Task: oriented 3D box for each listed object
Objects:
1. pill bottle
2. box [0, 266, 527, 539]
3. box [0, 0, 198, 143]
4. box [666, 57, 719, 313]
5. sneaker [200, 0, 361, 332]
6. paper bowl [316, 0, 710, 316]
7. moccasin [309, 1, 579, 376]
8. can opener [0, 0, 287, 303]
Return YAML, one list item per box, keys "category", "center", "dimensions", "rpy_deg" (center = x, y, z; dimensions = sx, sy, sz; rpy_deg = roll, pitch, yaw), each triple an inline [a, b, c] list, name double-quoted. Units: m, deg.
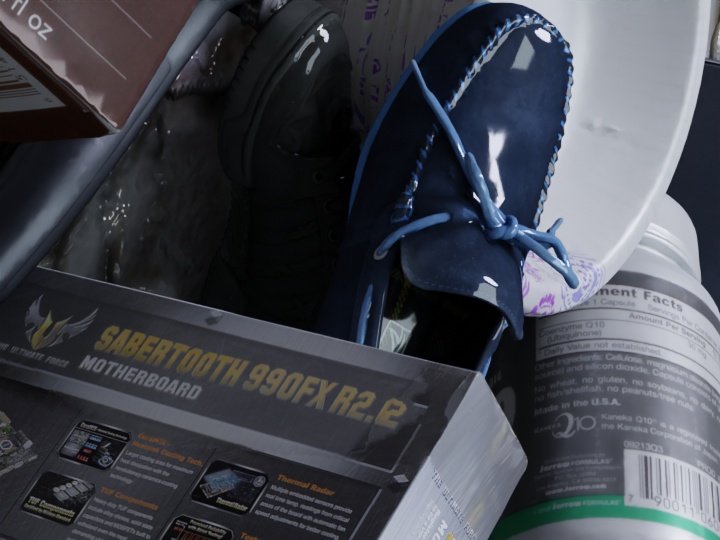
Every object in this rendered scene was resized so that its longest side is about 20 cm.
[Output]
- category: "pill bottle"
  center: [0.105, 0.064, 0.865]
  dimensions: [0.113, 0.112, 0.201]
  rpy_deg: [65, 22, -46]
- category: "box"
  center: [-0.073, 0.085, 0.591]
  dimensions: [0.159, 0.199, 0.048]
  rpy_deg: [-57, 140, -28]
- category: "box"
  center: [-0.075, -0.146, 0.592]
  dimensions: [0.100, 0.075, 0.201]
  rpy_deg: [42, 64, -34]
- category: "box"
  center: [0.182, 0.012, 1.041]
  dimensions: [0.182, 0.104, 0.201]
  rpy_deg: [32, 76, -57]
- category: "sneaker"
  center: [-0.002, 0.002, 0.724]
  dimensions: [0.060, 0.104, 0.201]
  rpy_deg: [-44, 157, -42]
- category: "paper bowl"
  center: [0.055, -0.089, 0.805]
  dimensions: [0.200, 0.104, 0.202]
  rpy_deg: [-29, 125, -50]
- category: "moccasin"
  center: [0.032, 0.008, 0.659]
  dimensions: [0.080, 0.068, 0.201]
  rpy_deg: [21, 86, -30]
- category: "can opener"
  center: [-0.082, -0.066, 0.661]
  dimensions: [0.201, 0.078, 0.063]
  rpy_deg: [-60, -176, -17]
